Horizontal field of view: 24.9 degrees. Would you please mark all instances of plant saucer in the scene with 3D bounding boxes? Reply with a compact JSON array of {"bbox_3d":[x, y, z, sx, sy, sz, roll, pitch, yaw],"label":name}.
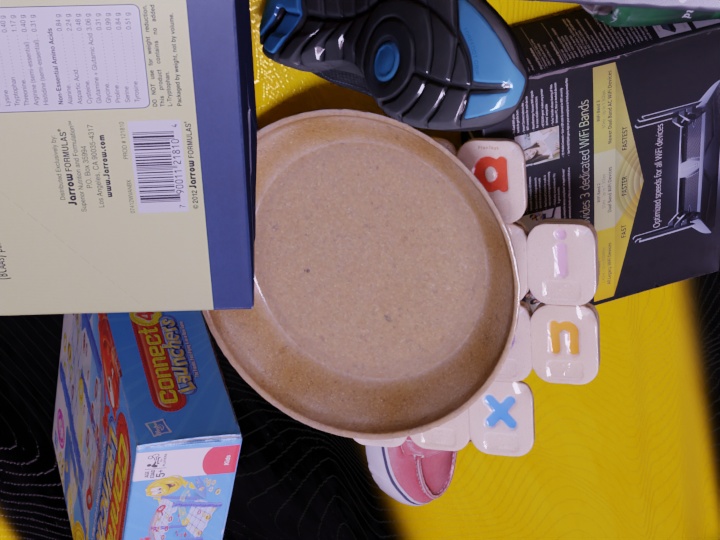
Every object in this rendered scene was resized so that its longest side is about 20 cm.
[{"bbox_3d":[0.000,0.000,0.951,0.199,0.035,0.202,7,111,18],"label":"plant saucer"}]

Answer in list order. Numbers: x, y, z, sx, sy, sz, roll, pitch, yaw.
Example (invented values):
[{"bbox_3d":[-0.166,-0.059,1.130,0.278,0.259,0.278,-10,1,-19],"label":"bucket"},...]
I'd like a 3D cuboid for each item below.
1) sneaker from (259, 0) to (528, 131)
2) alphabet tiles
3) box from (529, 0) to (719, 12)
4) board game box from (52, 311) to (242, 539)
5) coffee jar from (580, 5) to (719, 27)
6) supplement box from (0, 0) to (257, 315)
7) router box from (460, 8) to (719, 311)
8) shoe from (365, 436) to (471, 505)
[{"bbox_3d":[0.030,-0.115,0.821,0.081,0.200,0.074,12,102,-36],"label":"sneaker"},{"bbox_3d":[0.043,0.016,0.970,0.198,0.015,0.197,2,111,19],"label":"alphabet tiles"},{"bbox_3d":[0.159,-0.188,0.748,0.198,0.106,0.123,5,112,10],"label":"box"},{"bbox_3d":[-0.129,0.096,0.936,0.055,0.196,0.201,-3,131,-19],"label":"board game box"},{"bbox_3d":[0.219,-0.186,0.895,0.198,0.085,0.105,-3,122,-20],"label":"coffee jar"},{"bbox_3d":[-0.150,-0.095,0.735,0.198,0.135,0.201,-1,133,-1],"label":"supplement box"},{"bbox_3d":[0.143,-0.065,0.999,0.156,0.052,0.201,-15,134,-8],"label":"router box"},{"bbox_3d":[0.055,0.094,1.068,0.072,0.091,0.201,-48,143,-34],"label":"shoe"}]
